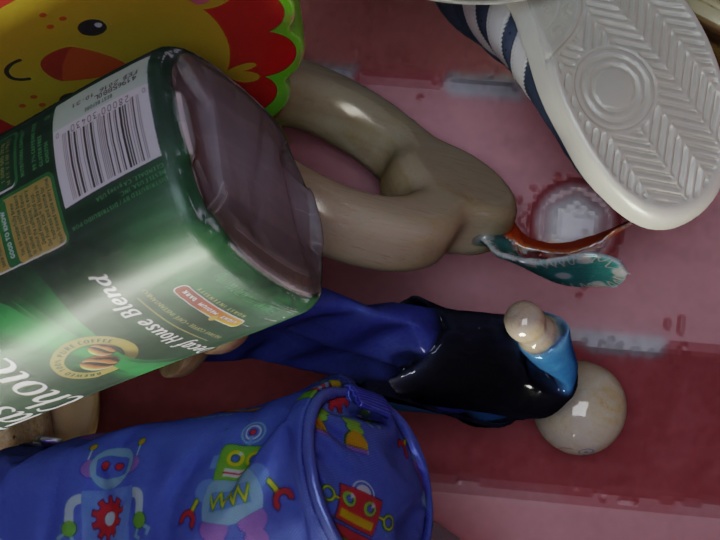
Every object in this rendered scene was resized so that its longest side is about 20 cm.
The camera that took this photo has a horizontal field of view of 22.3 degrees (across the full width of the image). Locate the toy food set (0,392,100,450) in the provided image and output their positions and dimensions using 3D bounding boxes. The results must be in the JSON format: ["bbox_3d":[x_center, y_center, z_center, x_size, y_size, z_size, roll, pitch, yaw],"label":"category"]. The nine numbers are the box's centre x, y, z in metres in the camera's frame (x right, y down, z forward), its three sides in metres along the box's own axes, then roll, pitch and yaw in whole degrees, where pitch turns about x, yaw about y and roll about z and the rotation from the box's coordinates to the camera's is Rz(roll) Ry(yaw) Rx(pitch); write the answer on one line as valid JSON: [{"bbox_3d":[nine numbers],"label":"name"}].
[{"bbox_3d":[-0.225,0.079,0.788,0.197,0.049,0.200,24,90,5],"label":"toy food set"}]

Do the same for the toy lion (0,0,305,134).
[{"bbox_3d":[-0.122,-0.070,0.639,0.191,0.200,0.069,4,62,-24],"label":"toy lion"}]

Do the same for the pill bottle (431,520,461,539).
[{"bbox_3d":[-0.027,0.187,0.736,0.111,0.111,0.200,32,91,5],"label":"pill bottle"}]

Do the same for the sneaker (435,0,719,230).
[{"bbox_3d":[0.079,-0.100,0.747,0.075,0.085,0.200,-24,78,-17],"label":"sneaker"}]

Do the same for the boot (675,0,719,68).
[{"bbox_3d":[0.236,-0.131,0.745,0.199,0.073,0.156,19,90,3],"label":"boot"}]

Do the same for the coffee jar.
[{"bbox_3d":[-0.120,0.004,0.633,0.200,0.104,0.086,-23,63,19],"label":"coffee jar"}]

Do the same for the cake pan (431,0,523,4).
[{"bbox_3d":[0.038,-0.201,0.706,0.200,0.037,0.201,4,71,-11],"label":"cake pan"}]

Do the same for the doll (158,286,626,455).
[{"bbox_3d":[0.022,0.036,0.733,0.199,0.136,0.049,14,69,-26],"label":"doll"}]

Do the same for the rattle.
[{"bbox_3d":[0.000,0.000,0.764,0.200,0.130,0.143,21,102,-21],"label":"rattle"}]

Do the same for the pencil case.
[{"bbox_3d":[-0.071,0.093,0.697,0.200,0.078,0.087,-15,69,30],"label":"pencil case"}]
